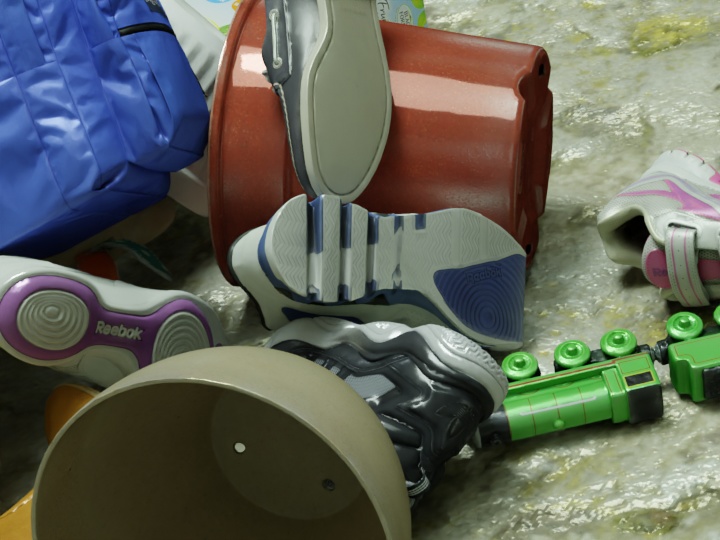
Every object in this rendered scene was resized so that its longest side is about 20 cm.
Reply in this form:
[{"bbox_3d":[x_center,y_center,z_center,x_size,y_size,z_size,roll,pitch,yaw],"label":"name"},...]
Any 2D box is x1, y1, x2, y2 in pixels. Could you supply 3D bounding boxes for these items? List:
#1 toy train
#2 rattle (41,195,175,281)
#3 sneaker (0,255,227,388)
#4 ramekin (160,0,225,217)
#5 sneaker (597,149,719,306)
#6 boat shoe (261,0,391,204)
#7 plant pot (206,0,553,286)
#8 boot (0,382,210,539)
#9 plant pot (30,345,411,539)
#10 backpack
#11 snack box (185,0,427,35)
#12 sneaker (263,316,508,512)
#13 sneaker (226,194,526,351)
[{"bbox_3d":[0.149,0.066,1.455,0.200,0.042,0.056,-14,42,-2],"label":"toy train"},{"bbox_3d":[-0.191,-0.059,1.644,0.130,0.143,0.200,-2,11,-3],"label":"rattle"},{"bbox_3d":[-0.163,0.030,1.497,0.100,0.200,0.075,21,87,47],"label":"sneaker"},{"bbox_3d":[-0.149,-0.140,1.704,0.105,0.200,0.200,-50,36,3],"label":"ramekin"},{"bbox_3d":[0.225,-0.010,1.521,0.088,0.081,0.200,-31,28,-26],"label":"sneaker"},{"bbox_3d":[-0.027,-0.132,1.514,0.063,0.200,0.073,-15,-21,42],"label":"boat shoe"},{"bbox_3d":[0.020,-0.081,1.603,0.195,0.201,0.201,5,34,13],"label":"plant pot"},{"bbox_3d":[-0.187,0.143,1.406,0.144,0.071,0.201,-19,38,-24],"label":"boot"},{"bbox_3d":[-0.057,0.120,1.302,0.200,0.201,0.134,0,22,19],"label":"plant pot"},{"bbox_3d":[-0.198,-0.126,1.528,0.168,0.200,0.163,-27,-6,4],"label":"backpack"},{"bbox_3d":[-0.075,-0.183,1.904,0.200,0.068,0.169,-30,36,-30],"label":"snack box"},{"bbox_3d":[-0.012,0.091,1.431,0.200,0.076,0.114,-3,47,48],"label":"sneaker"},{"bbox_3d":[-0.001,0.000,1.512,0.199,0.081,0.115,13,-12,-33],"label":"sneaker"}]
